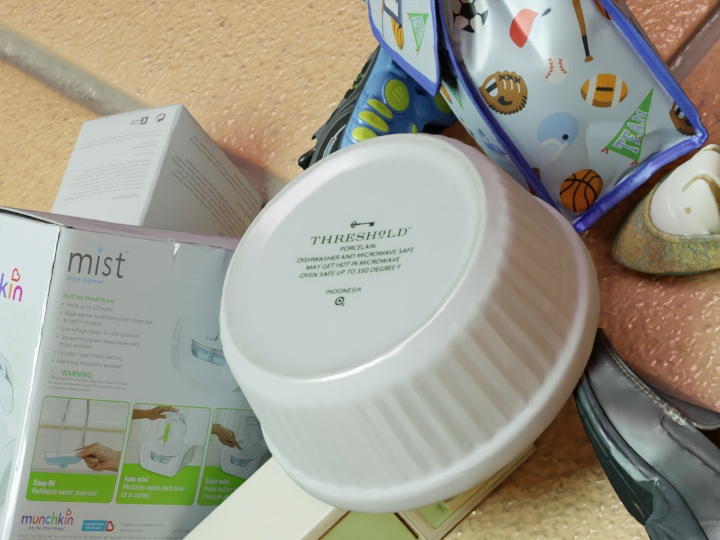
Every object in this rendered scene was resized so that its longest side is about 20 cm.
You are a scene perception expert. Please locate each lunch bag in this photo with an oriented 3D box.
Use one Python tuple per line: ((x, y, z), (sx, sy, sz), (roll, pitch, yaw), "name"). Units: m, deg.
((0.080, -0.141, 1.371), (0.124, 0.200, 0.170), (-37, 25, 2), "lunch bag")

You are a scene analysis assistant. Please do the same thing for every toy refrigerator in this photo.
((-0.006, 0.131, 1.320), (0.200, 0.076, 0.070), (-42, 41, -3), "toy refrigerator")

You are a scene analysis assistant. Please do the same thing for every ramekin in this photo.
((0.017, 0.019, 1.272), (0.202, 0.094, 0.203), (-20, 46, 22), "ramekin")

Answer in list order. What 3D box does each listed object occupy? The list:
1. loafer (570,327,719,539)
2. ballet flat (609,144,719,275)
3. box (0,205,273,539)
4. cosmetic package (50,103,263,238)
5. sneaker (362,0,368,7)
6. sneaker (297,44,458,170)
((0.164, 0.099, 1.234), (0.072, 0.073, 0.200), (-29, 51, 0), "loafer")
((0.216, -0.041, 1.312), (0.199, 0.071, 0.071), (-4, 52, 34), "ballet flat")
((-0.133, 0.063, 1.335), (0.096, 0.199, 0.177), (11, 93, 42), "box")
((-0.140, 0.009, 1.502), (0.084, 0.108, 0.201), (-7, 50, 32), "cosmetic package")
((0.091, -0.189, 1.520), (0.199, 0.082, 0.075), (-28, 43, 14), "sneaker")
((0.004, -0.083, 1.458), (0.083, 0.071, 0.200), (-32, 14, 27), "sneaker")
